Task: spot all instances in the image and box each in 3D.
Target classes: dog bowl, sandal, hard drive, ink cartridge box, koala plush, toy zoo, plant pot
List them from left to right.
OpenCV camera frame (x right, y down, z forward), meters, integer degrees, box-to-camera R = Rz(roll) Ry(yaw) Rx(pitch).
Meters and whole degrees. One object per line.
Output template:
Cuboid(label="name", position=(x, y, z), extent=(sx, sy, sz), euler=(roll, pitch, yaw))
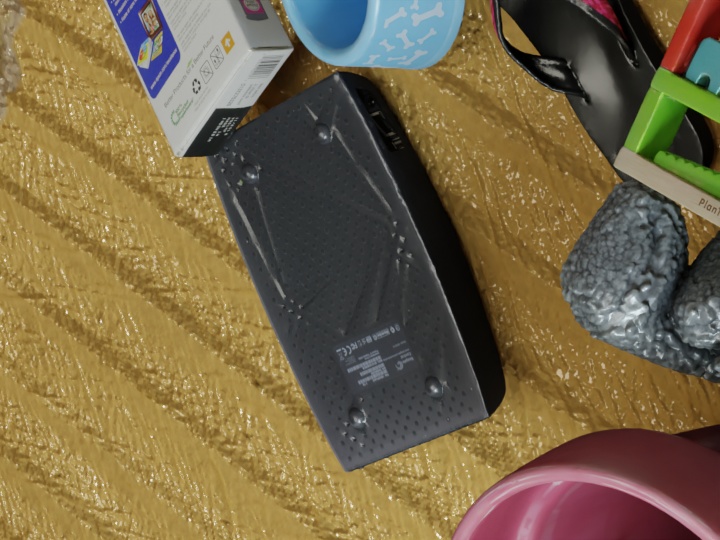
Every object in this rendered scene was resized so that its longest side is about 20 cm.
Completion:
Cuboid(label="ink cartridge box", position=(-0.108, -0.170, 1.371), extent=(0.095, 0.037, 0.200), euler=(-50, 59, 42))
Cuboid(label="dog bowl", position=(-0.009, -0.197, 1.250), extent=(0.111, 0.049, 0.201), euler=(-6, 97, 59))
Cuboid(label="hard drive", position=(0.000, 0.000, 1.350), extent=(0.135, 0.042, 0.201), euler=(-26, 88, 45))
Cuboid(label="sandal", position=(0.100, -0.120, 1.207), extent=(0.200, 0.045, 0.075), euler=(57, 136, 10))
Cuboid(label="plant pot", position=(0.166, 0.152, 1.125), extent=(0.200, 0.179, 0.201), euler=(18, 119, 38))
Cuboid(label="toy zoo", position=(0.191, -0.107, 1.000), extent=(0.131, 0.020, 0.201), euler=(34, 104, 47))
Cuboid(label="koala plush", position=(0.225, -0.027, 1.072), extent=(0.177, 0.183, 0.201), euler=(39, 112, 46))
